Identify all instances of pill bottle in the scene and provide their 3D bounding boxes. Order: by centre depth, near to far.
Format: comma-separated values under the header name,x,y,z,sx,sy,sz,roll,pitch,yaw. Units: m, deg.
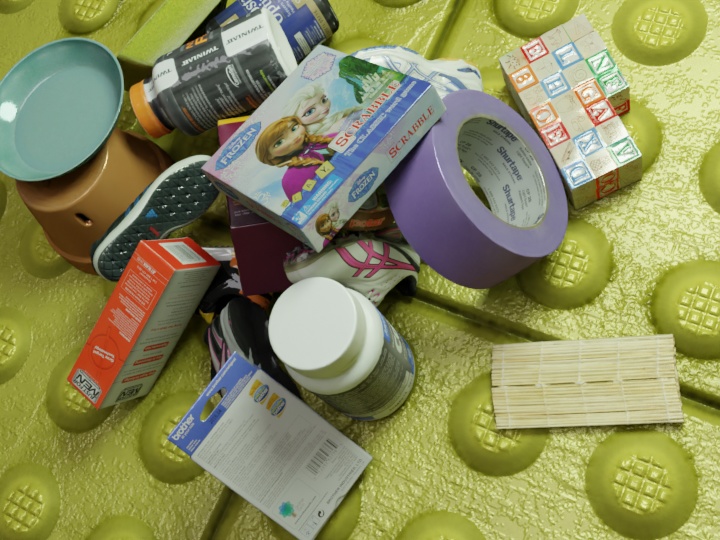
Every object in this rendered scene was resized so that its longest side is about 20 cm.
name,x,y,z,sx,sy,sz,roll,pitch,yaw
pill bottle,-0.018,0.085,0.992,0.112,0.200,0.115,-6,68,16
pill bottle,-0.182,-0.233,1.142,0.198,0.106,0.107,-22,64,10
pill bottle,-0.135,-0.309,1.235,0.199,0.112,0.112,-37,63,2

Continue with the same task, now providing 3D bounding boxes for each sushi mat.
name,x,y,z,sx,sy,sz,roll,pitch,yaw
sushi mat,0.239,0.120,0.997,0.198,0.012,0.097,-5,70,17

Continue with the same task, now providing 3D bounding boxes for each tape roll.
name,x,y,z,sx,sy,sz,roll,pitch,yaw
tape roll,0.127,-0.088,1.007,0.085,0.198,0.202,-34,56,43

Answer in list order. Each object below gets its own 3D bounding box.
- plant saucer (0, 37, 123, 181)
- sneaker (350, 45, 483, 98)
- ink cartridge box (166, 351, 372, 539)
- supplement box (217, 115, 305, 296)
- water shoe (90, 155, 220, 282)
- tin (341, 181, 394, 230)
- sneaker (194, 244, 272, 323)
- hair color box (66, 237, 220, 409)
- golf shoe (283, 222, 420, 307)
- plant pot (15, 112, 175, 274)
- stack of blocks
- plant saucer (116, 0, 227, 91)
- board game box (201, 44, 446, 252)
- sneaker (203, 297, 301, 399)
name,x,y,z,sx,sy,sz,roll,pitch,yaw
plant saucer,-0.374,-0.195,1.158,0.198,0.036,0.202,-7,66,16
sneaker,0.062,-0.209,1.109,0.198,0.075,0.089,0,69,-19
ink cartridge box,-0.097,0.190,1.003,0.200,0.042,0.120,40,83,-17
supplement box,-0.114,-0.082,1.099,0.085,0.111,0.201,-9,45,-6
water shoe,-0.257,-0.074,1.146,0.200,0.072,0.079,-44,32,-12
tin,-0.017,-0.119,1.044,0.111,0.042,0.201,-6,45,-16
sneaker,-0.201,0.022,1.151,0.198,0.070,0.091,-3,65,15
hair color box,-0.255,0.060,1.096,0.061,0.101,0.201,36,106,17
golf shoe,0.000,0.000,1.029,0.072,0.199,0.093,-12,89,45
plant pot,-0.351,-0.112,1.216,0.198,0.140,0.202,-6,67,15
stack of blocks,0.256,-0.186,1.085,0.114,0.059,0.202,-26,64,7
plant saucer,-0.242,-0.322,1.253,0.048,0.200,0.201,40,81,-9
board game box,-0.044,-0.136,0.974,0.200,0.041,0.199,-49,44,-12
sneaker,-0.130,0.139,1.091,0.086,0.080,0.202,-31,67,40
